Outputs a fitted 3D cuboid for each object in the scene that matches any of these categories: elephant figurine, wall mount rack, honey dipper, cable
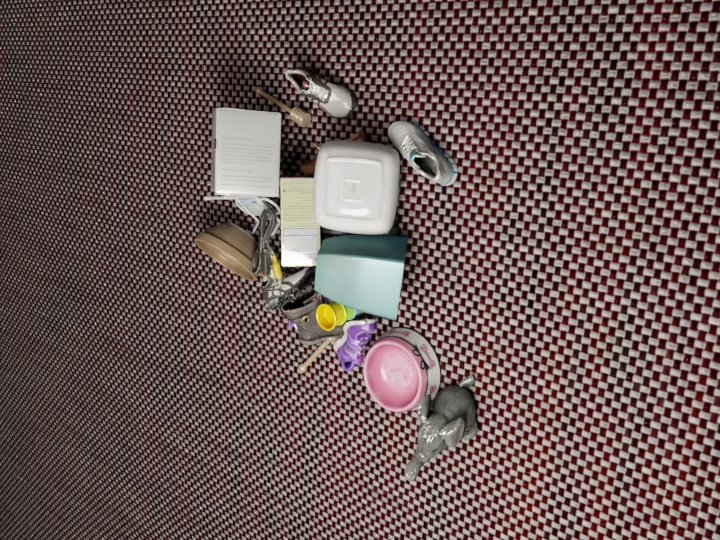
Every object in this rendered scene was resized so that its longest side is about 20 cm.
[{"bbox_3d":[0.175,0.342,1.352,0.139,0.198,0.160,-20,87,35],"label":"elephant figurine"},{"bbox_3d":[-0.304,-0.162,1.618,0.197,0.174,0.076,5,58,50],"label":"wall mount rack"},{"bbox_3d":[-0.105,0.203,1.614,0.200,0.038,0.038,-47,72,30],"label":"honey dipper"},{"bbox_3d":[-0.241,-0.062,1.593,0.095,0.050,0.207,12,105,38],"label":"cable"},{"bbox_3d":[-0.203,-0.429,1.595,0.199,0.037,0.039,38,117,29],"label":"honey dipper"}]

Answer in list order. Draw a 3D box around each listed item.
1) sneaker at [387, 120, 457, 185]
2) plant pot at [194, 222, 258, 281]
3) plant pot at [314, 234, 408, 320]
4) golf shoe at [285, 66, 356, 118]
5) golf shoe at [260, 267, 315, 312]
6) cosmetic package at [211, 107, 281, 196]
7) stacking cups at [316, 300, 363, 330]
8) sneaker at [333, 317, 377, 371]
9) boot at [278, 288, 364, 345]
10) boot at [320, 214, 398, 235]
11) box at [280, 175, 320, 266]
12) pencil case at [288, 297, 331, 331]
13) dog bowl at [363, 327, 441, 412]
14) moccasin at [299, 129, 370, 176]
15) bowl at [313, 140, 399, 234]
[{"bbox_3d":[0.125,-0.263,1.359,0.200,0.086,0.076,44,121,22],"label":"sneaker"},{"bbox_3d":[-0.347,-0.065,1.690,0.197,0.202,0.094,24,73,29],"label":"plant pot"},{"bbox_3d":[0.000,0.000,1.397,0.194,0.142,0.145,9,116,5],"label":"plant pot"},{"bbox_3d":[-0.098,-0.426,1.488,0.198,0.087,0.079,35,114,24],"label":"golf shoe"},{"bbox_3d":[-0.202,0.029,1.641,0.198,0.077,0.096,-34,79,33],"label":"golf shoe"},{"bbox_3d":[-0.291,-0.298,1.560,0.165,0.160,0.207,-146,58,-69],"label":"cosmetic package"},{"bbox_3d":[-0.021,0.079,1.445,0.059,0.198,0.062,12,112,33],"label":"stacking cups"},{"bbox_3d":[-0.003,0.177,1.482,0.202,0.078,0.085,116,142,-53],"label":"sneaker"},{"bbox_3d":[-0.086,0.097,1.468,0.070,0.196,0.176,60,170,34],"label":"boot"},{"bbox_3d":[-0.001,-0.172,1.449,0.194,0.076,0.174,1,101,14],"label":"boot"},{"bbox_3d":[-0.148,-0.125,1.508,0.093,0.176,0.207,0,99,-8],"label":"box"},{"bbox_3d":[-0.103,0.082,1.574,0.201,0.084,0.085,-53,32,26],"label":"pencil case"},{"bbox_3d":[0.091,0.243,1.473,0.195,0.073,0.207,6,101,34],"label":"dog bowl"},{"bbox_3d":[-0.067,-0.284,1.487,0.197,0.074,0.079,-14,113,36],"label":"moccasin"},{"bbox_3d":[-0.014,-0.180,1.368,0.193,0.075,0.207,7,103,6],"label":"bowl"}]
